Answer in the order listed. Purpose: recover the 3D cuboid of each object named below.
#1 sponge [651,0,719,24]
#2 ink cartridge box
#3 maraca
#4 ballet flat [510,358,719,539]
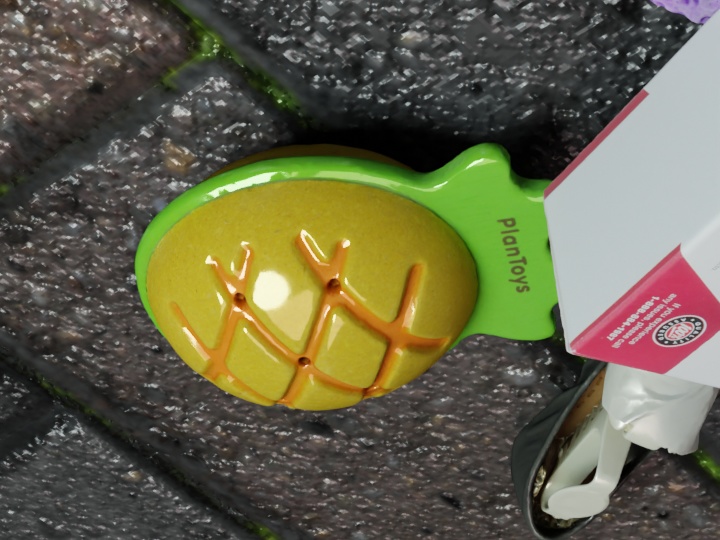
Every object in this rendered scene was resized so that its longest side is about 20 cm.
[{"bbox_3d":[0.153,-0.166,0.665,0.111,0.030,0.200,22,137,-11],"label":"sponge"},{"bbox_3d":[0.197,-0.016,0.747,0.200,0.084,0.145,13,141,-26],"label":"ink cartridge box"},{"bbox_3d":[0.000,0.000,0.822,0.200,0.107,0.137,-9,137,13],"label":"maraca"},{"bbox_3d":[0.131,0.068,0.895,0.068,0.068,0.200,20,137,-9],"label":"ballet flat"}]
